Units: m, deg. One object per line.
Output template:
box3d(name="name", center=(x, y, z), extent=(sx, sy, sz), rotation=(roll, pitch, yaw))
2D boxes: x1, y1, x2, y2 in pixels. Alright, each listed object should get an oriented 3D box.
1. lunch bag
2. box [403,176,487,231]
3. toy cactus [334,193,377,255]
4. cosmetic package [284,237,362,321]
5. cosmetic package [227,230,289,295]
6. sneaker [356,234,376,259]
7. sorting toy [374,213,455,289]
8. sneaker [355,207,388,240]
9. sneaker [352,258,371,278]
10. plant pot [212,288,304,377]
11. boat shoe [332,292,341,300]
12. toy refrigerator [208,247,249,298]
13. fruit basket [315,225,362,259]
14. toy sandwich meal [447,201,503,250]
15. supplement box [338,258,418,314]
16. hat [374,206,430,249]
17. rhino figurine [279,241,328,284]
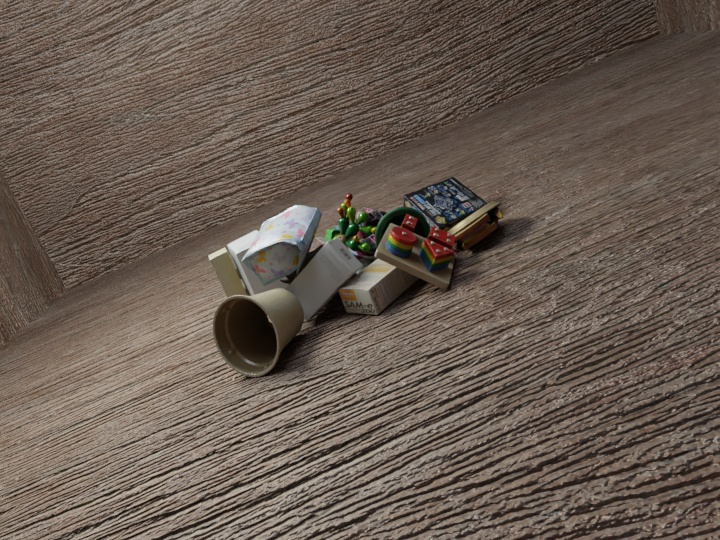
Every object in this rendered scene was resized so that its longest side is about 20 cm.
box3d(name="lunch bag", center=(-0.197, -0.072, 1.634), extent=(0.197, 0.128, 0.172), rotation=(-25, 30, 33))
box3d(name="box", center=(0.261, -0.196, 1.849), extent=(0.194, 0.051, 0.200), rotation=(-23, 44, -20))
box3d(name="toy cactus", center=(-0.029, -0.107, 1.750), extent=(0.101, 0.202, 0.165), rotation=(9, -48, -50))
box3d(name="cosmetic package", center=(-0.102, 0.024, 1.617), extent=(0.200, 0.108, 0.085), rotation=(-45, -6, 21))
box3d(name="cosmetic package", center=(-0.329, -0.004, 1.966), extent=(0.121, 0.204, 0.199), rotation=(-26, 18, -13))
box3d(name="sneaker", center=(0.067, -0.102, 1.804), extent=(0.197, 0.089, 0.074), rotation=(-24, 51, -33))
box3d(name="sorting toy", center=(0.154, -0.062, 1.553), extent=(0.196, 0.071, 0.200), rotation=(25, 28, 3))
box3d(name="sneaker", center=(0.035, -0.150, 1.873), extent=(0.072, 0.083, 0.200), rotation=(1, 21, 19))
box3d(name="sneaker", center=(0.000, 0.000, 1.760), extent=(0.090, 0.078, 0.200), rotation=(-22, 19, -13))
box3d(name="plant pot", center=(-0.239, 0.136, 1.529), extent=(0.196, 0.206, 0.183), rotation=(-13, 8, 29))
box3d(name="boat shoe", center=(-0.126, 0.059, 1.746), extent=(0.197, 0.074, 0.072), rotation=(4, 34, 45))
box3d(name="toy refrigerator", center=(-0.420, 0.034, 1.975), extent=(0.069, 0.205, 0.076), rotation=(-25, 17, -12))
box3d(name="fruit basket", center=(-0.020, -0.080, 1.891), extent=(0.181, 0.097, 0.198), rotation=(-1, 12, -34))
box3d(name="toy sandwich meal", center=(0.322, -0.119, 1.687), extent=(0.202, 0.071, 0.205), rotation=(-33, -4, -2))
box3d(name="supplement box", center=(0.054, 0.032, 1.595), extent=(0.199, 0.075, 0.124), rotation=(-37, 23, -35))
box3d(name="hat", center=(0.112, -0.111, 1.768), extent=(0.163, 0.203, 0.177), rotation=(-28, 24, 2))
box3d(name="rhino figurine", center=(-0.138, -0.014, 1.706), extent=(0.195, 0.089, 0.060), rotation=(-24, 25, -3))
